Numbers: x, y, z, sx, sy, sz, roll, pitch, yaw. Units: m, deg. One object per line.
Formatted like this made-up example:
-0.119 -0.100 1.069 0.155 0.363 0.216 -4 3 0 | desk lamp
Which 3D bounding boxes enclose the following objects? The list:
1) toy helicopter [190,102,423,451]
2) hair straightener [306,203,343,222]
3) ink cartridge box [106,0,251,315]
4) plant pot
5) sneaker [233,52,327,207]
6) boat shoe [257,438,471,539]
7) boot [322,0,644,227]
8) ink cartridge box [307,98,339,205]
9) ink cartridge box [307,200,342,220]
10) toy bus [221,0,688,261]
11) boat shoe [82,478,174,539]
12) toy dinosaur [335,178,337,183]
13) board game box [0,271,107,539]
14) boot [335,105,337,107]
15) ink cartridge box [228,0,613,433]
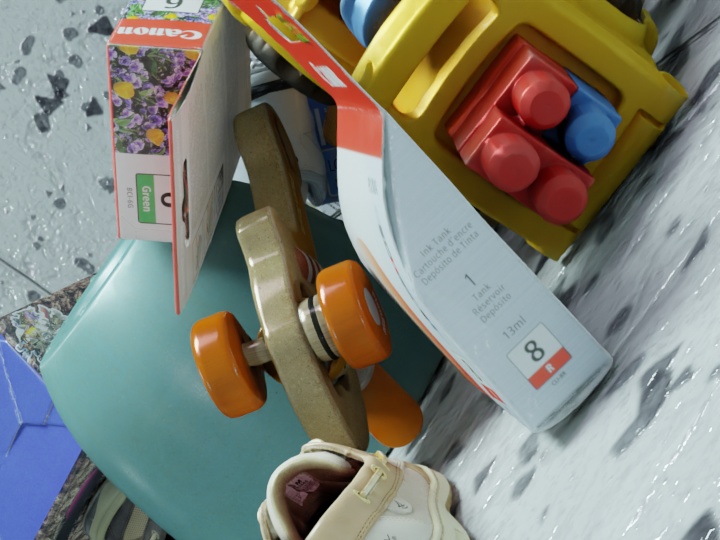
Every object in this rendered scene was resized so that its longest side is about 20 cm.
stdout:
-0.026 0.004 1.032 0.079 0.132 0.200 -23 49 11 | toy helicopter
-0.036 -0.005 1.360 0.077 0.041 0.200 -49 -18 26 | hair straightener
-0.092 -0.076 1.066 0.200 0.050 0.109 -76 -11 -57 | ink cartridge box
-0.070 0.045 1.156 0.201 0.161 0.201 -52 10 13 | plant pot
-0.076 -0.090 1.307 0.075 0.115 0.200 -14 16 -16 | sneaker
-0.006 0.101 0.902 0.074 0.069 0.200 -55 9 -4 | boat shoe
0.061 -0.129 1.200 0.144 0.071 0.201 42 105 40 | boot
-0.003 -0.149 1.362 0.076 0.200 0.136 -10 5 7 | ink cartridge box
-0.025 -0.062 1.571 0.146 0.084 0.200 -45 12 44 | ink cartridge box
0.045 -0.096 0.993 0.136 0.200 0.192 -51 18 15 | toy bus
-0.096 0.113 1.324 0.074 0.073 0.200 -28 -24 -50 | boat shoe
0.000 0.000 1.284 0.200 0.047 0.088 -45 49 41 | toy dinosaur
-0.160 0.083 1.402 0.200 0.097 0.160 -29 -23 -48 | board game box
-0.011 -0.202 1.112 0.066 0.200 0.175 -12 32 40 | boot
0.006 -0.027 0.888 0.050 0.200 0.162 -46 8 -1 | ink cartridge box
